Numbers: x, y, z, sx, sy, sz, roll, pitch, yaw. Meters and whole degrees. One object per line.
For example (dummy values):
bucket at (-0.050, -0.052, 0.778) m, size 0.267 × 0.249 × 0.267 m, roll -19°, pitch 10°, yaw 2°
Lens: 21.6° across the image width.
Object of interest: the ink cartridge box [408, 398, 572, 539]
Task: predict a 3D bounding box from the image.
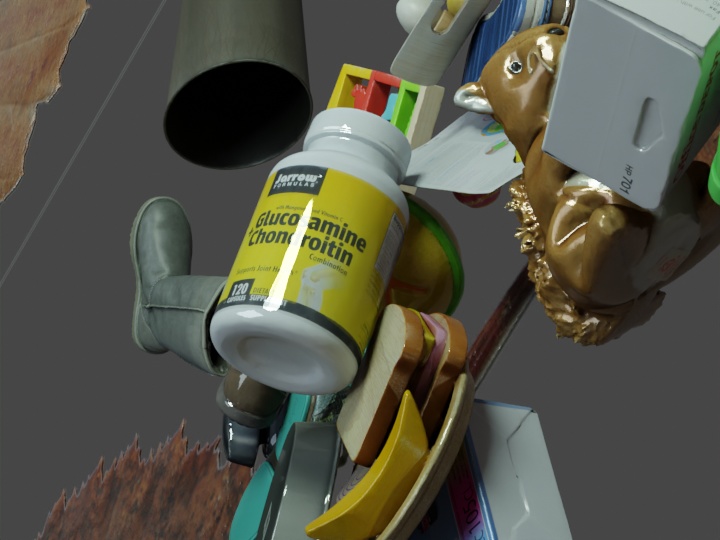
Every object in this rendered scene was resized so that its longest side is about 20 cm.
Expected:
ink cartridge box at (0.063, 0.207, 1.375) m, size 0.200 × 0.076 × 0.137 m, roll -54°, pitch 35°, yaw 38°

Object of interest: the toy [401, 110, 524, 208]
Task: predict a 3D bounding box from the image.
toy at (0.101, -0.080, 1.434) m, size 0.047 × 0.115 × 0.200 m, roll 61°, pitch 161°, yaw -15°

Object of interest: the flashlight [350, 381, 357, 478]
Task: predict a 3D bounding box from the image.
flashlight at (-0.004, 0.183, 1.507) m, size 0.068 × 0.068 × 0.200 m, roll 0°, pitch -69°, yaw -78°

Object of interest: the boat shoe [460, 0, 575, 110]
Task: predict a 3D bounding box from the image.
boat shoe at (0.125, -0.159, 1.418) m, size 0.200 × 0.072 × 0.072 m, roll 140°, pitch 142°, yaw -76°

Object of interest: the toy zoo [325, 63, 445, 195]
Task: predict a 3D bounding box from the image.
toy zoo at (0.004, -0.114, 1.686) m, size 0.200 × 0.020 × 0.131 m, roll 26°, pitch 100°, yaw 62°

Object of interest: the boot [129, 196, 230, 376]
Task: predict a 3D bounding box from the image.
boot at (-0.173, 0.013, 1.905) m, size 0.200 × 0.073 × 0.182 m, roll 179°, pitch 89°, yaw -68°

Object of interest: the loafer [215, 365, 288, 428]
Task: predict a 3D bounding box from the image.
loafer at (-0.065, 0.054, 1.634) m, size 0.200 × 0.073 × 0.071 m, roll -74°, pitch 10°, yaw -52°

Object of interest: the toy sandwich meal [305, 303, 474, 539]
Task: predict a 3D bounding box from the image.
toy sandwich meal at (0.013, 0.120, 1.329) m, size 0.205 × 0.070 × 0.205 m, roll -57°, pitch 11°, yaw 17°

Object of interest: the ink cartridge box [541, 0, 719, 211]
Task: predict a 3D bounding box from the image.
ink cartridge box at (0.199, -0.156, 1.110) m, size 0.200 × 0.086 × 0.147 m, roll -48°, pitch -19°, yaw -31°

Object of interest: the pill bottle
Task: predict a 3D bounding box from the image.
pill bottle at (-0.029, -0.017, 1.388) m, size 0.112 × 0.112 × 0.200 m, roll -29°, pitch 36°, yaw 54°

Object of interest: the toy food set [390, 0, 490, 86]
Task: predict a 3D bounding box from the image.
toy food set at (0.081, -0.246, 1.496) m, size 0.144 × 0.060 × 0.200 m, roll -57°, pitch 7°, yaw 32°

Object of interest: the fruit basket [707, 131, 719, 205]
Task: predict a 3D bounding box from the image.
fruit basket at (0.283, -0.106, 1.059) m, size 0.155 × 0.216 × 0.216 m, roll 21°, pitch 97°, yaw 28°

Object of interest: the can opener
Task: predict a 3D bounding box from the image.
can opener at (-0.074, 0.086, 1.700) m, size 0.063 × 0.079 × 0.200 m, roll 129°, pitch 154°, yaw -52°

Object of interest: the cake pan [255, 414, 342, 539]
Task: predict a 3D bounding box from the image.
cake pan at (-0.057, 0.205, 1.476) m, size 0.200 × 0.037 × 0.200 m, roll -164°, pitch 90°, yaw -85°

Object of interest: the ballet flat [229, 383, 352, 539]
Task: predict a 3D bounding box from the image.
ballet flat at (-0.049, 0.173, 1.606) m, size 0.200 × 0.074 × 0.074 m, roll -64°, pitch 30°, yaw 31°

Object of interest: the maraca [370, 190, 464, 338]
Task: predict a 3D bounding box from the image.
maraca at (0.000, 0.000, 1.524) m, size 0.200 × 0.137 × 0.107 m, roll -18°, pitch 16°, yaw 43°

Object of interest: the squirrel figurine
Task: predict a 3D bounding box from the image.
squirrel figurine at (0.140, -0.059, 1.249) m, size 0.187 × 0.141 × 0.200 m, roll 52°, pitch 151°, yaw 25°

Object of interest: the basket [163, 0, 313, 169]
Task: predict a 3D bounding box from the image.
basket at (-0.117, -0.230, 1.853) m, size 0.180 × 0.136 × 0.200 m, roll 132°, pitch 145°, yaw -50°
